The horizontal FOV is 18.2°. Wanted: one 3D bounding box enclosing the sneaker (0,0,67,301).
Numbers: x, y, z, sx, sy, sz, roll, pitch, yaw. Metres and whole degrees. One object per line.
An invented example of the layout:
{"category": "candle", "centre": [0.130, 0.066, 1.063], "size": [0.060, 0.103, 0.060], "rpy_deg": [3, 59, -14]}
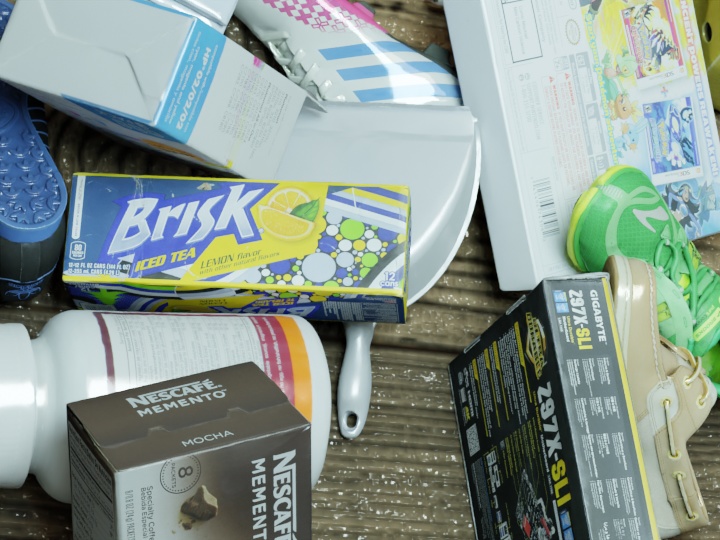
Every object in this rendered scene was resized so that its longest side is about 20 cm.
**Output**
{"category": "sneaker", "centre": [-0.217, -0.073, 1.329], "size": [0.070, 0.078, 0.201], "rpy_deg": [-2, 50, -18]}

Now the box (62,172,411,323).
{"category": "box", "centre": [-0.070, -0.012, 1.319], "size": [0.199, 0.064, 0.070], "rpy_deg": [3, 72, 3]}

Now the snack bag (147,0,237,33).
{"category": "snack bag", "centre": [-0.140, -0.260, 1.373], "size": [0.199, 0.021, 0.189], "rpy_deg": [25, 65, -12]}

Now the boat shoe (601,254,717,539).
{"category": "boat shoe", "centre": [0.180, 0.077, 1.355], "size": [0.069, 0.201, 0.074], "rpy_deg": [-5, 33, 3]}

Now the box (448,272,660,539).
{"category": "box", "centre": [0.113, 0.123, 1.321], "size": [0.049, 0.160, 0.201], "rpy_deg": [-2, 70, -22]}

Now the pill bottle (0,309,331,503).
{"category": "pill bottle", "centre": [-0.125, 0.077, 1.277], "size": [0.199, 0.110, 0.110], "rpy_deg": [1, 70, -20]}

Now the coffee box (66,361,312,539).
{"category": "coffee box", "centre": [-0.090, 0.163, 1.212], "size": [0.113, 0.080, 0.201], "rpy_deg": [-11, 117, -24]}

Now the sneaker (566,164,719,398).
{"category": "sneaker", "centre": [0.194, 0.008, 1.387], "size": [0.074, 0.083, 0.200], "rpy_deg": [-50, 131, -14]}

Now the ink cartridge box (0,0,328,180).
{"category": "ink cartridge box", "centre": [-0.111, -0.103, 1.311], "size": [0.115, 0.200, 0.068], "rpy_deg": [19, 87, 24]}

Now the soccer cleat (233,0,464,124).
{"category": "soccer cleat", "centre": [-0.014, -0.126, 1.420], "size": [0.199, 0.070, 0.087], "rpy_deg": [29, 78, -3]}

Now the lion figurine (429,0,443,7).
{"category": "lion figurine", "centre": [0.120, -0.151, 1.488], "size": [0.122, 0.072, 0.201], "rpy_deg": [-10, 88, -31]}

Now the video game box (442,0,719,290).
{"category": "video game box", "centre": [0.147, -0.104, 1.432], "size": [0.182, 0.047, 0.201], "rpy_deg": [-15, 96, -35]}

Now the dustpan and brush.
{"category": "dustpan and brush", "centre": [0.000, 0.000, 1.380], "size": [0.139, 0.057, 0.201], "rpy_deg": [3, 70, 10]}

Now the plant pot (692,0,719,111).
{"category": "plant pot", "centre": [0.308, -0.204, 1.507], "size": [0.199, 0.194, 0.196], "rpy_deg": [-7, 73, -17]}
